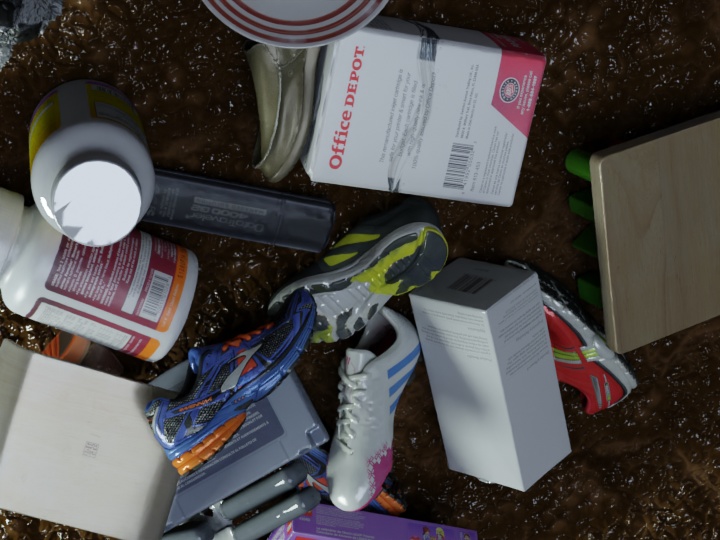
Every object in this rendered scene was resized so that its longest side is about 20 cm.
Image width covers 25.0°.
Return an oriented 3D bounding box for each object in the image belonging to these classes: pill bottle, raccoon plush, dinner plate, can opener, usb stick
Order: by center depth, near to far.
[{"bbox_3d":[-0.229,-0.089,1.382,0.103,0.200,0.106,-4,112,-10],"label":"pill bottle"},{"bbox_3d":[-0.292,-0.244,1.392,0.097,0.134,0.200,47,63,-9],"label":"raccoon plush"},{"bbox_3d":[-0.058,-0.288,1.404,0.197,0.024,0.203,1,81,-6],"label":"dinner plate"},{"bbox_3d":[-0.255,0.000,1.460,0.198,0.110,0.110,22,105,-20],"label":"pill bottle"},{"bbox_3d":[-0.119,-0.057,1.512,0.198,0.033,0.056,10,115,-16],"label":"usb stick"},{"bbox_3d":[-0.118,0.244,1.570,0.199,0.066,0.053,-32,88,37],"label":"can opener"}]

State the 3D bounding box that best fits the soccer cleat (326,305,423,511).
[{"bbox_3d":[0.000,0.125,1.543,0.086,0.069,0.202,47,52,-44],"label":"soccer cleat"}]

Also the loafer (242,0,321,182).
[{"bbox_3d":[-0.074,-0.181,1.455,0.067,0.076,0.203,9,99,-15],"label":"loafer"}]

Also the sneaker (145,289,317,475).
[{"bbox_3d":[-0.113,0.087,1.458,0.078,0.075,0.200,44,69,-5],"label":"sneaker"}]

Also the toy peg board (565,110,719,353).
[{"bbox_3d":[0.295,-0.054,1.587,0.197,0.098,0.202,-19,115,-22],"label":"toy peg board"}]

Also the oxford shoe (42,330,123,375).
[{"bbox_3d":[-0.302,0.148,1.530,0.073,0.071,0.200,37,98,-27],"label":"oxford shoe"}]

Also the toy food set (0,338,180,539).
[{"bbox_3d":[-0.252,0.158,1.490,0.198,0.060,0.145,17,93,-19],"label":"toy food set"}]

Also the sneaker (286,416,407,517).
[{"bbox_3d":[-0.043,0.202,1.609,0.200,0.075,0.078,40,102,-21],"label":"sneaker"}]

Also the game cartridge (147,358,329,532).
[{"bbox_3d":[-0.143,0.149,1.547,0.199,0.041,0.134,-29,88,9],"label":"game cartridge"}]

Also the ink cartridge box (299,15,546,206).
[{"bbox_3d":[0.052,-0.149,1.485,0.197,0.084,0.146,7,109,-16],"label":"ink cartridge box"}]

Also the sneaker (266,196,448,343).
[{"bbox_3d":[0.000,0.000,1.542,0.198,0.085,0.075,-26,121,22],"label":"sneaker"}]

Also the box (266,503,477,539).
[{"bbox_3d":[0.003,0.293,1.635,0.198,0.039,0.137,12,141,-17],"label":"box"}]

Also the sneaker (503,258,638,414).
[{"bbox_3d":[0.195,0.073,1.612,0.085,0.077,0.200,-40,113,12],"label":"sneaker"}]

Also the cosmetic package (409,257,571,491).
[{"bbox_3d":[0.126,0.101,1.576,0.085,0.107,0.202,-34,122,-36],"label":"cosmetic package"}]
